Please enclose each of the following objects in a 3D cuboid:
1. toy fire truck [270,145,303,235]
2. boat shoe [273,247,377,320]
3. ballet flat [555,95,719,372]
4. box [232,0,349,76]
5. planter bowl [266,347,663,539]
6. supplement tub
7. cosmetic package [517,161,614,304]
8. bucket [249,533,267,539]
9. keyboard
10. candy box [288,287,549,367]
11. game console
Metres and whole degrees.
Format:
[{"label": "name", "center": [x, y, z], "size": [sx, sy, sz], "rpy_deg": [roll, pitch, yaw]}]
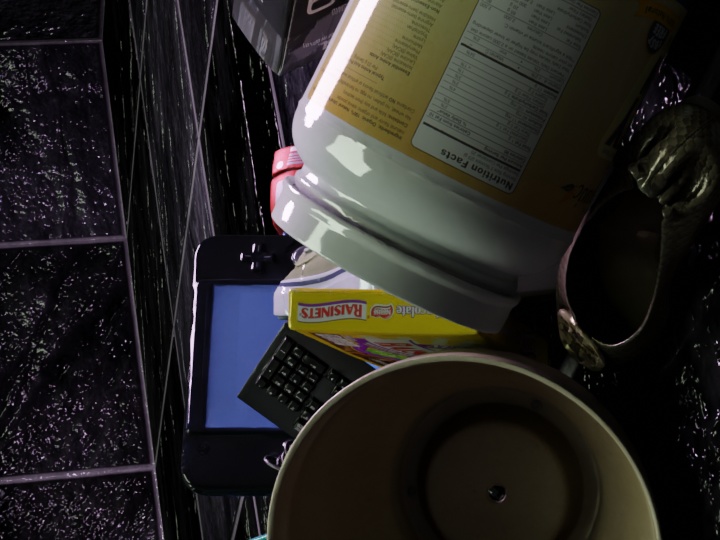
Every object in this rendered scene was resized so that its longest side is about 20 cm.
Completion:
[{"label": "toy fire truck", "center": [-0.022, 0.011, 1.413], "size": [0.200, 0.048, 0.142], "rpy_deg": [59, -150, -54]}, {"label": "boat shoe", "center": [0.000, 0.000, 1.077], "size": [0.200, 0.071, 0.063], "rpy_deg": [163, 115, -69]}, {"label": "ballet flat", "center": [0.126, -0.007, 0.857], "size": [0.067, 0.046, 0.201], "rpy_deg": [44, 149, 14]}, {"label": "box", "center": [0.034, -0.199, 0.912], "size": [0.050, 0.199, 0.158], "rpy_deg": [51, 153, 21]}, {"label": "planter bowl", "center": [0.063, 0.131, 0.950], "size": [0.135, 0.198, 0.202], "rpy_deg": [-33, -57, -75]}, {"label": "supplement tub", "center": [0.055, -0.087, 0.830], "size": [0.201, 0.143, 0.144], "rpy_deg": [-63, 19, 8]}, {"label": "cosmetic package", "center": [0.076, -0.032, 1.033], "size": [0.200, 0.089, 0.108], "rpy_deg": [169, 96, -74]}, {"label": "bucket", "center": [-0.002, 0.251, 1.193], "size": [0.208, 0.134, 0.208], "rpy_deg": [54, 166, 19]}, {"label": "keyboard", "center": [0.012, 0.123, 1.094], "size": [0.104, 0.199, 0.040], "rpy_deg": [-56, -3, 34]}, {"label": "candy box", "center": [0.038, 0.036, 0.995], "size": [0.200, 0.101, 0.027], "rpy_deg": [30, -120, -71]}, {"label": "game console", "center": [-0.032, 0.035, 1.188], "size": [0.119, 0.169, 0.202], "rpy_deg": [90, 180, -56]}]
